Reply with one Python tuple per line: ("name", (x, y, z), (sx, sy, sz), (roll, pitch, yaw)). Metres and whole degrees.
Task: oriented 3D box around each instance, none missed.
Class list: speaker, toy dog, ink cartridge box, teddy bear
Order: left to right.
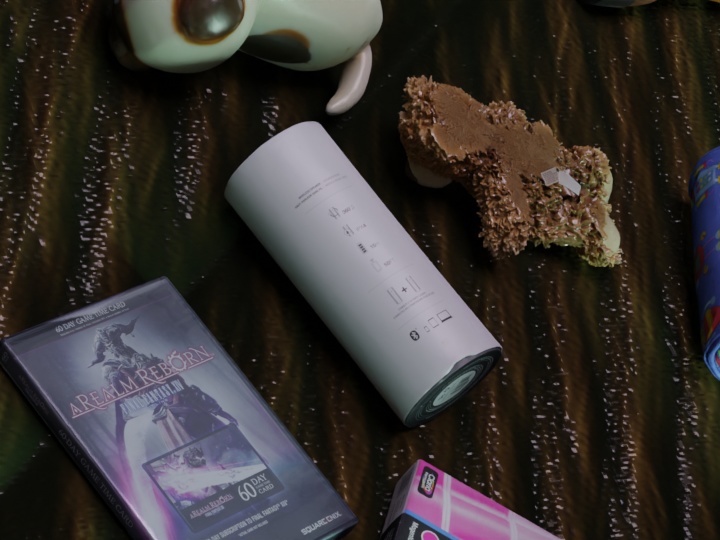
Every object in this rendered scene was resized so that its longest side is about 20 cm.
("toy dog", (-0.087, -0.192, 1.823), (0.200, 0.139, 0.194), (-16, 100, -46))
("speaker", (0.000, 0.000, 1.723), (0.081, 0.081, 0.200), (-22, 67, -47))
("teddy bear", (0.105, -0.065, 1.888), (0.200, 0.067, 0.145), (9, 57, -40))
("ink cartridge box", (0.102, 0.203, 1.643), (0.200, 0.037, 0.095), (32, 40, -11))

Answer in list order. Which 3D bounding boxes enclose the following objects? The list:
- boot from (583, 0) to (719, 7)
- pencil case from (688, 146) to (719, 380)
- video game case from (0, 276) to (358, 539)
("boot", (0.232, -0.297, 2.193), (0.200, 0.068, 0.188), (-7, 56, -41))
("pencil case", (0.286, -0.002, 1.939), (0.087, 0.078, 0.200), (0, 46, 1))
("video game case", (-0.109, 0.100, 1.595), (0.143, 0.019, 0.200), (-23, 69, -47))
